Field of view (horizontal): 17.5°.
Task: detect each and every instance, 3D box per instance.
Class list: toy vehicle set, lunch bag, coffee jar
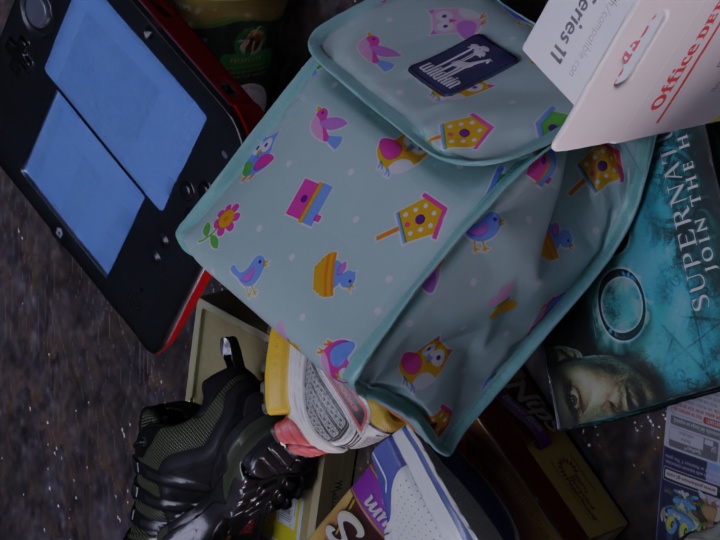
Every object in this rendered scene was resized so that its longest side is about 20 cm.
[{"bbox_3d":[-0.060,0.126,1.413,0.124,0.026,0.201,27,119,39],"label":"toy vehicle set"},{"bbox_3d":[0.033,-0.041,1.148,0.200,0.122,0.170,-53,46,2],"label":"lunch bag"},{"bbox_3d":[-0.098,-0.111,1.351,0.104,0.085,0.201,23,116,40],"label":"coffee jar"}]

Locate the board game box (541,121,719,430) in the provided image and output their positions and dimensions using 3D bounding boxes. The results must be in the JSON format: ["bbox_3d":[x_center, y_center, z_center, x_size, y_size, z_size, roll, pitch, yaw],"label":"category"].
[{"bbox_3d":[0.132,-0.032,1.151,0.135,0.028,0.201,-21,76,46],"label":"board game box"}]

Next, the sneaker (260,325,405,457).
[{"bbox_3d":[0.000,0.000,1.274,0.082,0.078,0.201,-7,80,35],"label":"sneaker"}]

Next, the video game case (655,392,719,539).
[{"bbox_3d":[0.228,0.120,1.116,0.199,0.023,0.183,18,112,41],"label":"video game case"}]

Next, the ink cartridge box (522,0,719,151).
[{"bbox_3d":[0.150,-0.124,1.005,0.067,0.199,0.117,49,130,26],"label":"ink cartridge box"}]

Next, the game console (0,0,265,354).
[{"bbox_3d":[-0.140,-0.077,1.319,0.200,0.031,0.177,50,129,21],"label":"game console"}]

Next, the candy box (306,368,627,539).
[{"bbox_3d":[0.047,0.154,1.288,0.117,0.056,0.200,55,134,21],"label":"candy box"}]

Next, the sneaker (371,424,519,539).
[{"bbox_3d":[0.035,0.183,1.166,0.115,0.080,0.200,-36,59,14],"label":"sneaker"}]

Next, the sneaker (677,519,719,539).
[{"bbox_3d":[0.198,0.125,1.038,0.086,0.078,0.200,42,89,16],"label":"sneaker"}]

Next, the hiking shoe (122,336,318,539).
[{"bbox_3d":[-0.102,0.131,1.396,0.200,0.076,0.101,-49,56,31],"label":"hiking shoe"}]
